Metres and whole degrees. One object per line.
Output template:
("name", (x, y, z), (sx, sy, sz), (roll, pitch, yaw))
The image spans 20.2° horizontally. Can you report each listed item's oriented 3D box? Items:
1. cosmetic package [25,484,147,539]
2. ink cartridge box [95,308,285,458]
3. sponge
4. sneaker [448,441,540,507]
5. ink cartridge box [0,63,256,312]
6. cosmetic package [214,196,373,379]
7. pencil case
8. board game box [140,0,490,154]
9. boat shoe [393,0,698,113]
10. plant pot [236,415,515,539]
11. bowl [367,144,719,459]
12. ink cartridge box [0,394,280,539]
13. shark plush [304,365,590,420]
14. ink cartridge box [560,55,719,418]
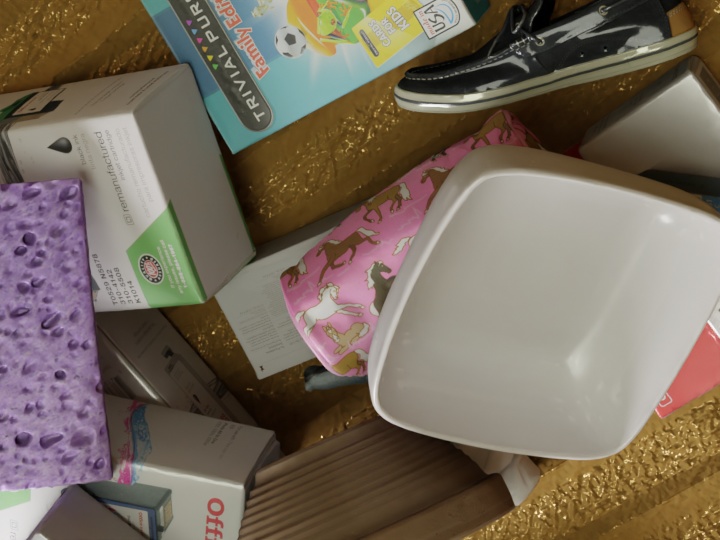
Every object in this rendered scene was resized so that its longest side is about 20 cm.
("cosmetic package", (-0.150, 0.248, 1.347), (0.199, 0.074, 0.102), (36, 117, -4))
("ink cartridge box", (-0.171, 0.126, 1.484), (0.146, 0.083, 0.200), (-37, 98, 27))
("sponge", (-0.227, 0.043, 1.318), (0.110, 0.030, 0.202), (-6, 94, -3))
("sneaker", (0.026, 0.153, 1.449), (0.199, 0.078, 0.100), (-29, 96, 17))
("ink cartridge box", (-0.191, -0.050, 1.391), (0.198, 0.084, 0.147), (-6, 115, 31))
("cosmetic package", (0.000, 0.000, 1.395), (0.199, 0.051, 0.083), (-22, 102, 24))
("pencil case", (0.045, -0.017, 1.296), (0.199, 0.086, 0.083), (-37, 57, 12))
("board game box", (-0.038, -0.188, 1.327), (0.199, 0.047, 0.152), (-26, 103, 25))
("boat shoe", (0.114, -0.146, 1.287), (0.198, 0.075, 0.063), (-14, 103, 17))
("plant pot", (-0.007, 0.154, 1.319), (0.200, 0.200, 0.093), (-26, 85, 25))
("bowl", (0.108, 0.013, 1.238), (0.198, 0.075, 0.201), (11, 121, -24))
("ink cartridge box", (-0.165, 0.172, 1.406), (0.198, 0.088, 0.147), (11, 115, 9))
("shark plush", (0.061, 0.069, 1.348), (0.198, 0.084, 0.091), (5, 157, -1))
("ink cartridge box", (0.208, -0.010, 1.330), (0.176, 0.045, 0.200), (-35, 99, 26))
